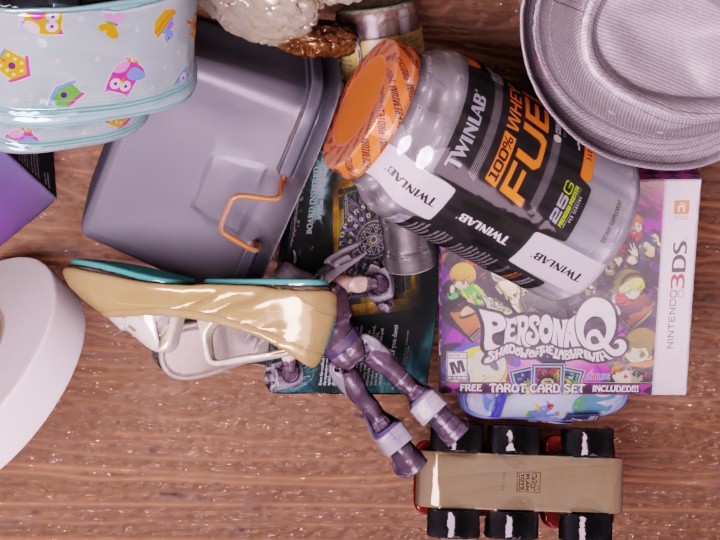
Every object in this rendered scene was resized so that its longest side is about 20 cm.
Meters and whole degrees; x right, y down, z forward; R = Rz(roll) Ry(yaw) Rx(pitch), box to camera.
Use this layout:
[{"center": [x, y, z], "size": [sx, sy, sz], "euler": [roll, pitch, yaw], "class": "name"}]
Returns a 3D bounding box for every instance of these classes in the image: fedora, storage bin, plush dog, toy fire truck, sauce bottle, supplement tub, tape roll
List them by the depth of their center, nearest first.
[{"center": [0.203, -0.146, 0.955], "size": [0.199, 0.090, 0.178], "euler": [25, 102, -13], "class": "fedora"}, {"center": [-0.043, -0.216, 0.977], "size": [0.200, 0.161, 0.171], "euler": [45, 129, -11], "class": "plush dog"}, {"center": [0.082, -0.071, 1.030], "size": [0.199, 0.123, 0.123], "euler": [25, 114, -21], "class": "supplement tub"}, {"center": [-0.113, -0.080, 1.075], "size": [0.133, 0.146, 0.201], "euler": [18, 117, -14], "class": "storage bin"}, {"center": [-0.286, 0.078, 1.087], "size": [0.202, 0.203, 0.037], "euler": [-36, 126, 10], "class": "tape roll"}, {"center": [0.023, -0.097, 1.107], "size": [0.064, 0.065, 0.202], "euler": [-10, 109, -9], "class": "sauce bottle"}, {"center": [0.130, 0.202, 1.343], "size": [0.174, 0.200, 0.130], "euler": [2, 85, -4], "class": "toy fire truck"}]

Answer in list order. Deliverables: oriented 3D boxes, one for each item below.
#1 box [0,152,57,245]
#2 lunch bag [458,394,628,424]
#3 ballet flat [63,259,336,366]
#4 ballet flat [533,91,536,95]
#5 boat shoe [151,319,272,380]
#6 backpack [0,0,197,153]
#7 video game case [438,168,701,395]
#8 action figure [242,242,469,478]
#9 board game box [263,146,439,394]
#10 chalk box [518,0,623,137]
[{"center": [-0.336, -0.051, 1.063], "size": [0.199, 0.079, 0.141], "euler": [-38, 122, 11], "class": "box"}, {"center": [0.157, 0.032, 1.253], "size": [0.159, 0.083, 0.202], "euler": [4, 121, -13], "class": "lunch bag"}, {"center": [-0.115, 0.031, 1.023], "size": [0.198, 0.069, 0.064], "euler": [5, 89, 17], "class": "ballet flat"}, {"center": [0.231, -0.130, 1.174], "size": [0.198, 0.069, 0.064], "euler": [10, 106, -23], "class": "ballet flat"}, {"center": [-0.073, 0.047, 1.222], "size": [0.198, 0.057, 0.068], "euler": [-5, 109, -17], "class": "boat shoe"}, {"center": [-0.192, -0.159, 0.930], "size": [0.174, 0.200, 0.155], "euler": [-10, 122, -29], "class": "backpack"}, {"center": [0.158, 0.009, 1.161], "size": [0.198, 0.036, 0.183], "euler": [1, 112, 3], "class": "video game case"}, {"center": [-0.007, 0.066, 1.152], "size": [0.130, 0.069, 0.200], "euler": [-38, 101, 5], "class": "action figure"}, {"center": [0.000, 0.000, 1.183], "size": [0.134, 0.028, 0.202], "euler": [2, 107, -19], "class": "board game box"}, {"center": [0.191, -0.180, 1.057], "size": [0.124, 0.124, 0.201], "euler": [-27, 108, 3], "class": "chalk box"}]
